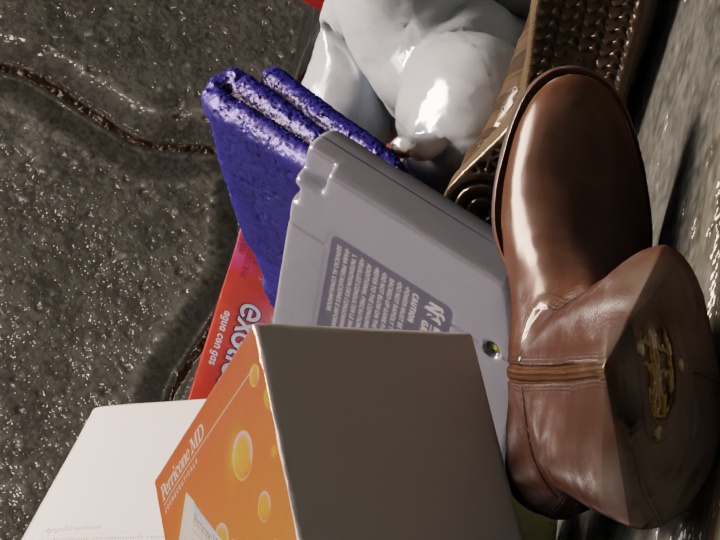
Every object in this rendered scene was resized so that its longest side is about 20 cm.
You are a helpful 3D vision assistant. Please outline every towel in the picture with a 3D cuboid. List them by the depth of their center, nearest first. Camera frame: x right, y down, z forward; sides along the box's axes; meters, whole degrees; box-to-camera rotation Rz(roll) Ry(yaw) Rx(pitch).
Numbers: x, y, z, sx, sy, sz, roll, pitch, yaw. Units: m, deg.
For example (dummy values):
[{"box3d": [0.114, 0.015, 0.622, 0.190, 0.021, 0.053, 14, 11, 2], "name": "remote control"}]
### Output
[{"box3d": [0.000, 0.000, 1.402, 0.148, 0.050, 0.200, 32, 151, 43], "name": "towel"}]

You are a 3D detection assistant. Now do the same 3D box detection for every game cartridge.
[{"box3d": [0.021, 0.041, 1.308, 0.041, 0.133, 0.200, -37, -27, -35], "name": "game cartridge"}]

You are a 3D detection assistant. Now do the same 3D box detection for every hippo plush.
[{"box3d": [0.061, -0.097, 1.405, 0.161, 0.159, 0.200, -125, 27, -42], "name": "hippo plush"}]

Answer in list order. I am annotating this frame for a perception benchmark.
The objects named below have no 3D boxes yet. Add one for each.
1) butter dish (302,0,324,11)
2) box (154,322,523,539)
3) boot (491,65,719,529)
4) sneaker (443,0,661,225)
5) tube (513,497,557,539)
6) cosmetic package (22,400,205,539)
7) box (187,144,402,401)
[{"box3d": [-0.007, -0.226, 1.730, 0.148, 0.199, 0.200, -16, 54, 45], "name": "butter dish"}, {"box3d": [-0.002, 0.137, 1.116, 0.124, 0.097, 0.200, 123, 143, -48], "name": "box"}, {"box3d": [0.091, 0.002, 1.053, 0.200, 0.064, 0.186, 124, 146, -83], "name": "boot"}, {"box3d": [0.092, -0.066, 1.297, 0.200, 0.070, 0.076, -68, -8, 24], "name": "sneaker"}, {"box3d": [0.045, 0.186, 1.173, 0.058, 0.052, 0.200, 39, -124, -66], "name": "tube"}, {"box3d": [-0.091, 0.201, 1.500, 0.200, 0.123, 0.199, -64, -34, -58], "name": "cosmetic package"}, {"box3d": [-0.024, 0.026, 1.576, 0.100, 0.095, 0.200, -59, -10, -52], "name": "box"}]
